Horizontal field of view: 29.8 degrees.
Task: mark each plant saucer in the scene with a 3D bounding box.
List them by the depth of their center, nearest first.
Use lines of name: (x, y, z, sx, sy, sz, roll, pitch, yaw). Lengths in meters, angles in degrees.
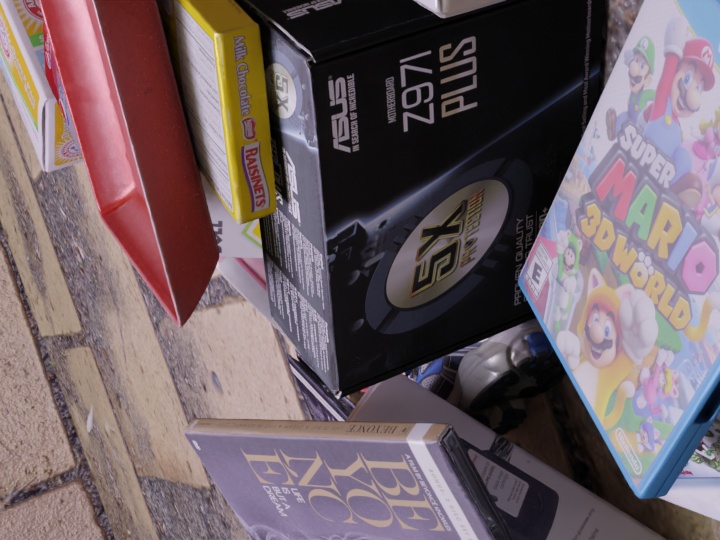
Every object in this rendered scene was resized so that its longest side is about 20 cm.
plant saucer: (-0.131, -0.095, 0.737, 0.200, 0.036, 0.201, -138, 33, -61)

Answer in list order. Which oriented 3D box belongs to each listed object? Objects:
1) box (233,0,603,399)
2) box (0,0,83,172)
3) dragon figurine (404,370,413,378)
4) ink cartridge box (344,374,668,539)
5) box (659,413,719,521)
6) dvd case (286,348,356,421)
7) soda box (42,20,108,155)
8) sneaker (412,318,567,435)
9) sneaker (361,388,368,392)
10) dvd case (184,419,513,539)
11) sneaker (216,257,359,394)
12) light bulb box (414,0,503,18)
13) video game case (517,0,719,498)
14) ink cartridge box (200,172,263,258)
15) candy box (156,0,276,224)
box: (0.033, -0.059, 0.696, 0.086, 0.163, 0.201, 46, 148, 46)
box: (-0.164, -0.170, 1.019, 0.113, 0.199, 0.102, 62, 157, 18)
dragon figurine: (0.008, 0.003, 0.952, 0.099, 0.058, 0.202, 29, 136, 59)
ink cartridge box: (0.068, 0.171, 0.812, 0.199, 0.084, 0.145, 31, 145, 15)
box: (0.179, 0.051, 0.612, 0.200, 0.037, 0.138, 12, 119, 65)
dvd case: (0.006, 0.173, 1.117, 0.149, 0.016, 0.201, 40, 155, 52)
soda box: (-0.105, -0.148, 0.896, 0.070, 0.199, 0.064, 62, 158, 19)
sneaker: (0.068, 0.057, 0.858, 0.200, 0.076, 0.086, -53, 50, 57)
sneaker: (0.000, 0.000, 0.812, 0.201, 0.077, 0.091, 69, -163, -49)
dvd case: (0.003, 0.144, 0.743, 0.199, 0.016, 0.149, -5, 122, 44)
sneaker: (-0.027, 0.011, 1.045, 0.075, 0.105, 0.200, 37, 171, 49)
light bulb box: (0.056, -0.195, 0.471, 0.198, 0.199, 0.126, 42, 145, 51)
video game case: (0.134, -0.019, 0.592, 0.144, 0.018, 0.201, -114, 32, -41)
ink cartridge box: (-0.055, -0.060, 0.855, 0.104, 0.198, 0.060, 101, 170, -53)
candy box: (-0.093, -0.117, 0.703, 0.200, 0.026, 0.103, -129, 26, -49)
